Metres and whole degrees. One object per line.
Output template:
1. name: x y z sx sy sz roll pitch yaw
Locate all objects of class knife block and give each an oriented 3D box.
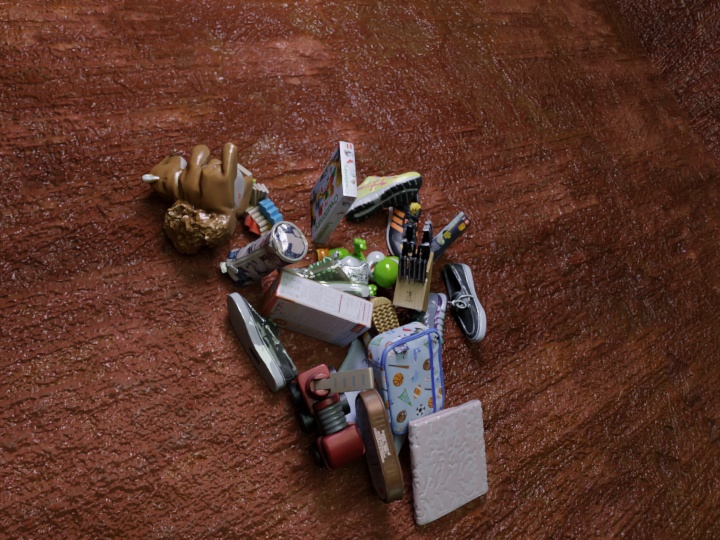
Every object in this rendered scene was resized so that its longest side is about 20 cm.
1. knife block: 0.117 -0.006 1.115 0.062 0.200 0.180 11 85 12

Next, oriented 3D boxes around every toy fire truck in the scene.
1. toy fire truck: -0.037 0.246 0.940 0.126 0.200 0.179 -20 79 -15

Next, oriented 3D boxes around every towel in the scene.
1. towel: 0.176 0.377 1.071 0.188 0.032 0.205 -9 97 -33

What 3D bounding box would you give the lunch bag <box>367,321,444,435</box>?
1. lunch bag: 0.096 0.204 1.050 0.157 0.075 0.205 -14 108 -29

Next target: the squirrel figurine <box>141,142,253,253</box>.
1. squirrel figurine: -0.320 -0.137 1.015 0.182 0.142 0.205 8 79 6

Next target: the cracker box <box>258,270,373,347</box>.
1. cracker box: -0.090 0.080 1.053 0.196 0.134 0.059 21 58 -19

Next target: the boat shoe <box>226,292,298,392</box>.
1. boat shoe: -0.187 0.128 1.020 0.063 0.070 0.203 -29 90 -35

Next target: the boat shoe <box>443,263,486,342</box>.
1. boat shoe: 0.242 0.072 1.274 0.067 0.073 0.204 8 63 -30

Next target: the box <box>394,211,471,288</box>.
1. box: 0.165 -0.041 1.248 0.040 0.137 0.200 45 54 4

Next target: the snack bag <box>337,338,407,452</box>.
1. snack bag: 0.023 0.266 1.095 0.198 0.021 0.190 36 54 -5

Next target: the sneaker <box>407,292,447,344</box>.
1. sneaker: 0.140 0.135 1.205 0.085 0.075 0.203 15 52 0

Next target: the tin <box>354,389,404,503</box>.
1. tin: 0.032 0.322 0.988 0.041 0.112 0.204 -12 73 -12

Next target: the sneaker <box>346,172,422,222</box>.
1. sneaker: 0.048 -0.194 1.257 0.196 0.079 0.092 -21 57 2

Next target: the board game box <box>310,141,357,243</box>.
1. board game box: -0.061 -0.160 1.144 0.034 0.200 0.129 6 63 -22

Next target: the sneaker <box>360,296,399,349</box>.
1. sneaker: 0.044 0.152 1.115 0.074 0.090 0.205 -13 95 -28

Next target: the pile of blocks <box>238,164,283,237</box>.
1. pile of blocks: -0.220 -0.125 1.113 0.062 0.082 0.201 -36 87 -36

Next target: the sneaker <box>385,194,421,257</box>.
1. sneaker: 0.111 -0.119 1.285 0.069 0.090 0.204 13 61 -22

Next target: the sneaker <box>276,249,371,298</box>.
1. sneaker: -0.069 0.002 1.079 0.195 0.077 0.091 11 79 -5

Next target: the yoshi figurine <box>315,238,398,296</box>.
1. yoshi figurine: 0.004 -0.002 1.140 0.195 0.113 0.114 -2 56 -16

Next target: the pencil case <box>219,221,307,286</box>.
1. pencil case: -0.182 -0.029 1.012 0.089 0.198 0.079 -26 93 -44
